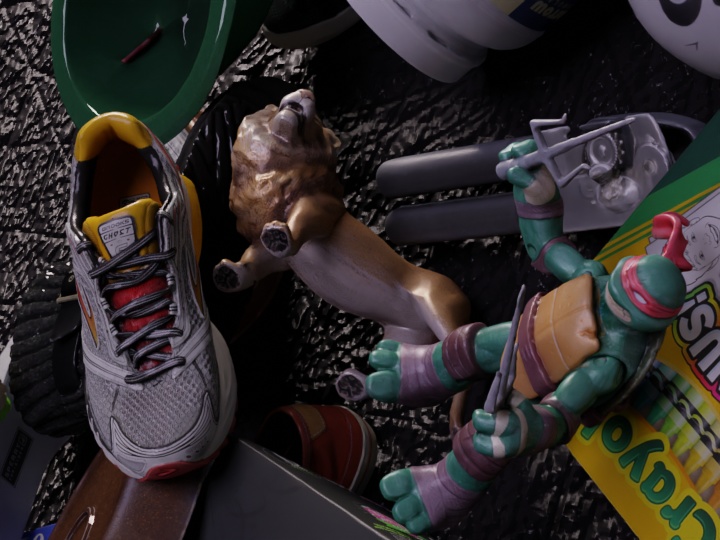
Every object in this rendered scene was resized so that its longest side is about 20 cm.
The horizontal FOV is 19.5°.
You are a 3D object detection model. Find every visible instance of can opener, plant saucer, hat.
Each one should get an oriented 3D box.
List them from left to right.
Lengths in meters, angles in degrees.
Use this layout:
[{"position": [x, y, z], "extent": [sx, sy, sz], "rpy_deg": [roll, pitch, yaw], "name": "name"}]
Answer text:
[{"position": [-0.137, 0.152, 1.071], "extent": [0.201, 0.034, 0.201], "rpy_deg": [-55, 15, 23], "name": "plant saucer"}, {"position": [-0.067, -0.157, 1.240], "extent": [0.165, 0.175, 0.202], "rpy_deg": [8, 91, 44], "name": "hat"}, {"position": [0.095, -0.047, 1.080], "extent": [0.199, 0.067, 0.054], "rpy_deg": [-6, 98, 50], "name": "can opener"}]

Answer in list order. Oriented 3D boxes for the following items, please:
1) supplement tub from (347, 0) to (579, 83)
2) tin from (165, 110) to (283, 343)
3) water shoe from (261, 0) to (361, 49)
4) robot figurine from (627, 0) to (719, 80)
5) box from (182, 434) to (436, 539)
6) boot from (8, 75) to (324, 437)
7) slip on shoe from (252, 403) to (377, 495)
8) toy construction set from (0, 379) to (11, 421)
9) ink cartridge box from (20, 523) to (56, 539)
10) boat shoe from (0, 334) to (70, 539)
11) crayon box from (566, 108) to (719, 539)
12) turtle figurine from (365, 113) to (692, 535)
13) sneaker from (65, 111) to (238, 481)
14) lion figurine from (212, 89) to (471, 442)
[{"position": [0.083, -0.209, 1.097], "extent": [0.200, 0.145, 0.146], "rpy_deg": [-41, 46, 22], "name": "supplement tub"}, {"position": [-0.114, -0.032, 1.277], "extent": [0.112, 0.042, 0.200], "rpy_deg": [-56, 42, 13], "name": "tin"}, {"position": [0.000, -0.212, 1.228], "extent": [0.200, 0.079, 0.072], "rpy_deg": [-38, 47, 24], "name": "water shoe"}, {"position": [0.205, -0.183, 0.974], "extent": [0.201, 0.124, 0.150], "rpy_deg": [-56, 46, 8], "name": "robot figurine"}, {"position": [-0.003, 0.194, 0.983], "extent": [0.200, 0.124, 0.149], "rpy_deg": [28, 88, 49], "name": "box"}, {"position": [-0.114, -0.008, 1.182], "extent": [0.157, 0.079, 0.212], "rpy_deg": [-18, 38, 56], "name": "boot"}, {"position": [-0.067, 0.155, 1.114], "extent": [0.074, 0.061, 0.201], "rpy_deg": [39, 99, 46], "name": "slip on shoe"}, {"position": [-0.274, 0.101, 1.172], "extent": [0.131, 0.092, 0.201], "rpy_deg": [33, 88, 32], "name": "toy construction set"}, {"position": [-0.203, 0.207, 1.230], "extent": [0.199, 0.044, 0.095], "rpy_deg": [-18, 58, 36], "name": "ink cartridge box"}, {"position": [-0.216, 0.105, 1.252], "extent": [0.066, 0.070, 0.201], "rpy_deg": [-18, 40, 36], "name": "boat shoe"}, {"position": [0.179, 0.046, 0.932], "extent": [0.173, 0.058, 0.200], "rpy_deg": [-50, 43, 12], "name": "crayon box"}, {"position": [0.079, 0.032, 0.925], "extent": [0.200, 0.100, 0.151], "rpy_deg": [-44, 27, 43], "name": "turtle figurine"}, {"position": [-0.113, 0.012, 1.033], "extent": [0.077, 0.082, 0.201], "rpy_deg": [-17, 59, 3], "name": "sneaker"}, {"position": [0.000, 0.000, 1.089], "extent": [0.072, 0.200, 0.123], "rpy_deg": [-43, 2, 29], "name": "lion figurine"}]
